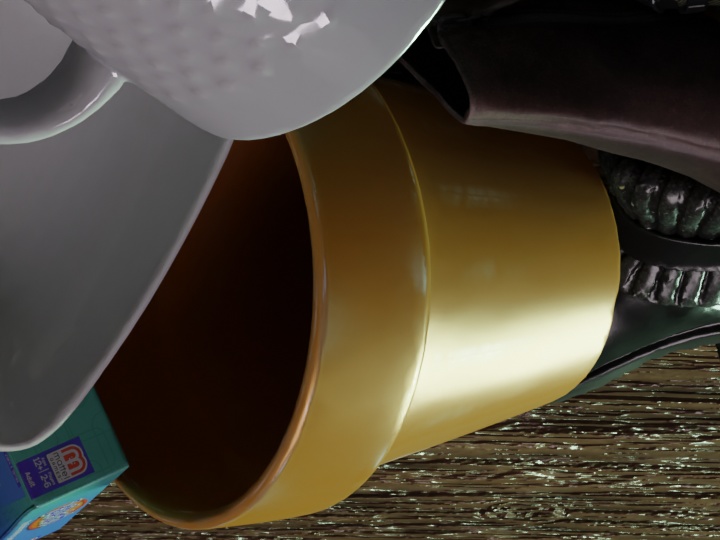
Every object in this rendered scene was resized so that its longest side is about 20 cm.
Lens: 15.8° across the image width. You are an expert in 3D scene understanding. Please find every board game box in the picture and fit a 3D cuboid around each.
[{"bbox_3d":[-0.162,0.037,1.105,0.045,0.152,0.200,-23,175,-17],"label":"board game box"}]

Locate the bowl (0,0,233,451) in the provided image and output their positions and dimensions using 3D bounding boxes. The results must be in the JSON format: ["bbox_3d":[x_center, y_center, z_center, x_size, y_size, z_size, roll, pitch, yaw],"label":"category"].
[{"bbox_3d":[-0.158,-0.055,0.950,0.200,0.200,0.075,31,178,-26],"label":"bowl"}]

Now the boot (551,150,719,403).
[{"bbox_3d":[0.112,-0.013,1.154,0.211,0.080,0.158,-17,158,5],"label":"boot"}]

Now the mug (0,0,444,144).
[{"bbox_3d":[-0.084,-0.127,0.815,0.175,0.148,0.200,35,100,-37],"label":"mug"}]

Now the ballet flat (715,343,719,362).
[{"bbox_3d":[0.226,0.050,1.308,0.200,0.068,0.068,21,153,-37],"label":"ballet flat"}]

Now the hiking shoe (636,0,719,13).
[{"bbox_3d":[0.141,-0.130,0.960,0.200,0.076,0.101,27,153,-32],"label":"hiking shoe"}]

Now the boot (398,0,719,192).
[{"bbox_3d":[0.112,-0.051,0.965,0.166,0.200,0.072,-1,122,-25],"label":"boot"}]

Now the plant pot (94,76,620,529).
[{"bbox_3d":[0.000,0.000,1.075,0.183,0.201,0.200,-2,157,-36],"label":"plant pot"}]
